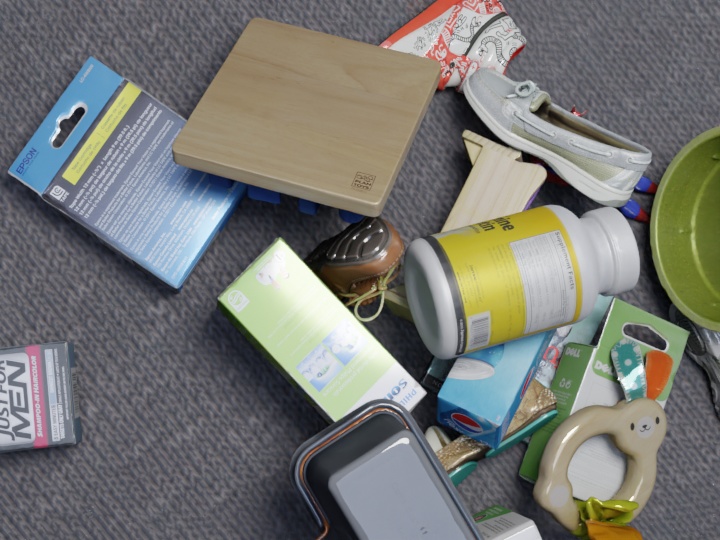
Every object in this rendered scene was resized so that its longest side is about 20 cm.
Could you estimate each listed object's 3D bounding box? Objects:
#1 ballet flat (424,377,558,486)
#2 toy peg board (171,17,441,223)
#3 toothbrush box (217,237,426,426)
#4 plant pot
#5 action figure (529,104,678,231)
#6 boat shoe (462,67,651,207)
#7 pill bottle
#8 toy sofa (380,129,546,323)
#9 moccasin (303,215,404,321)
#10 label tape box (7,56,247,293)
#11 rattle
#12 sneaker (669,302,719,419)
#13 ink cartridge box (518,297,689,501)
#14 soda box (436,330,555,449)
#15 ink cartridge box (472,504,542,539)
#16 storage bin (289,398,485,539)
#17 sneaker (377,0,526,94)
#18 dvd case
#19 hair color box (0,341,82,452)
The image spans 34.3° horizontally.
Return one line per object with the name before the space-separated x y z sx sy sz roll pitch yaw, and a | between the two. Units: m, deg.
ballet flat | 0.106 0.172 1.174 0.199 0.071 0.066 -36 70 3
toy peg board | -0.046 -0.123 1.112 0.198 0.098 0.200 15 52 11
toothbrush box | -0.042 0.074 1.124 0.200 0.146 0.086 45 82 -3
plant pot | 0.430 -0.038 1.174 0.188 0.199 0.202 1 85 -34
action figure | 0.252 -0.105 1.205 0.198 0.099 0.066 24 82 -2
boat shoe | 0.190 -0.143 1.138 0.202 0.074 0.065 41 125 19
pill bottle | 0.147 0.004 1.063 0.198 0.112 0.113 -14 87 -13
toy sofa | 0.109 -0.029 1.172 0.097 0.083 0.201 24 82 15
moccasin | -0.001 0.001 1.107 0.078 0.201 0.074 46 67 -7
label tape box | -0.223 -0.093 1.156 0.199 0.066 0.144 34 81 -1
rattle | 0.260 0.166 1.092 0.130 0.143 0.200 39 85 -3
sneaker | 0.412 0.100 1.219 0.099 0.078 0.201 -27 90 -12
ink cartridge box | 0.249 0.137 1.189 0.103 0.059 0.202 23 85 -19
soda box | 0.146 0.066 1.134 0.067 0.064 0.201 24 64 16
ink cartridge box | 0.077 0.310 1.120 0.198 0.145 0.085 -23 88 -9
storage bin | 0.028 0.221 0.981 0.145 0.134 0.201 -31 88 -8
sneaker | 0.080 -0.208 1.203 0.201 0.067 0.108 -41 89 -11
dvd case | 0.168 0.063 1.216 0.145 0.022 0.201 29 84 -4
hair color box | -0.374 0.128 1.119 0.198 0.061 0.100 -6 86 -7
